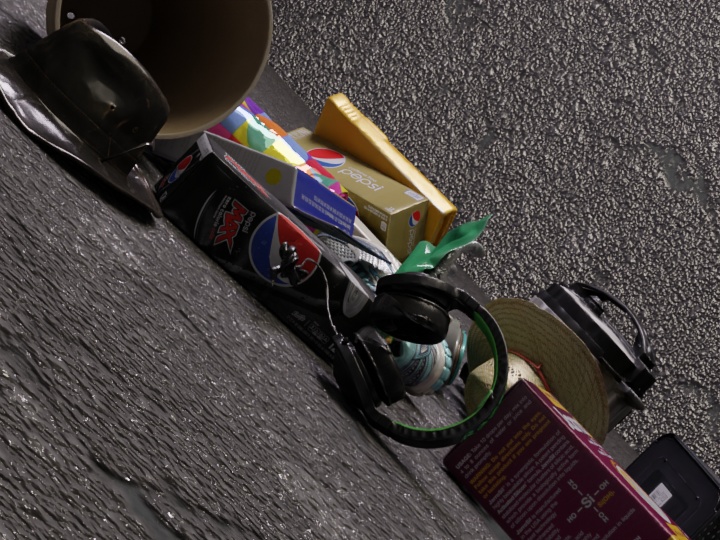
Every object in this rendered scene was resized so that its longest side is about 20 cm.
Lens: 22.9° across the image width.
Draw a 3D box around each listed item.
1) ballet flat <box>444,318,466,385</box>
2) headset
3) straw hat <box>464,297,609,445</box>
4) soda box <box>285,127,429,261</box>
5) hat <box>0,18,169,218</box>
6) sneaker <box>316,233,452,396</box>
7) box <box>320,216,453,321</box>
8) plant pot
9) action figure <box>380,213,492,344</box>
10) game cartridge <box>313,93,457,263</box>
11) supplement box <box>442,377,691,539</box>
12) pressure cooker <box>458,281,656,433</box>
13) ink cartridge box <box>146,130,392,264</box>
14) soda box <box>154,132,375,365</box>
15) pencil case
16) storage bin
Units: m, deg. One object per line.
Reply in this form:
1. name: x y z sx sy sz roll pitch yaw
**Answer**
1. ballet flat: 0.079 0.084 1.916 0.063 0.068 0.200 17 4 3
2. headset: 0.021 0.047 1.359 0.199 0.124 0.094 33 -15 16
3. straw hat: 0.157 0.135 1.871 0.085 0.202 0.201 -22 60 -41
4. soda box: -0.021 -0.082 1.938 0.064 0.068 0.199 -22 42 -41
5. hat: -0.192 -0.130 1.287 0.201 0.081 0.201 45 6 -6
6. sneaker: 0.008 0.027 1.660 0.200 0.078 0.086 48 10 32
7. box: 0.000 0.000 1.829 0.200 0.068 0.082 47 5 19
8. plant pot: -0.196 -0.218 1.542 0.187 0.188 0.200 42 -8 -24
9. action figure: 0.038 0.029 1.560 0.055 0.118 0.200 49 45 -2
10. game cartridge: 0.009 -0.070 1.988 0.032 0.177 0.200 -22 59 -38
11. supplement box: 0.182 0.202 1.504 0.200 0.103 0.131 46 6 20
12. pressure cooker: 0.235 0.113 2.029 0.176 0.200 0.179 46 3 1
13. ink cartridge box: -0.074 -0.075 1.612 0.199 0.047 0.198 21 -3 17
14. soda box: -0.073 -0.016 1.434 0.200 0.063 0.071 43 6 -20
15. pencil case: -0.104 -0.106 1.773 0.200 0.088 0.088 46 5 7
16. storage bin: 0.365 0.291 2.034 0.094 0.135 0.200 42 6 -21
